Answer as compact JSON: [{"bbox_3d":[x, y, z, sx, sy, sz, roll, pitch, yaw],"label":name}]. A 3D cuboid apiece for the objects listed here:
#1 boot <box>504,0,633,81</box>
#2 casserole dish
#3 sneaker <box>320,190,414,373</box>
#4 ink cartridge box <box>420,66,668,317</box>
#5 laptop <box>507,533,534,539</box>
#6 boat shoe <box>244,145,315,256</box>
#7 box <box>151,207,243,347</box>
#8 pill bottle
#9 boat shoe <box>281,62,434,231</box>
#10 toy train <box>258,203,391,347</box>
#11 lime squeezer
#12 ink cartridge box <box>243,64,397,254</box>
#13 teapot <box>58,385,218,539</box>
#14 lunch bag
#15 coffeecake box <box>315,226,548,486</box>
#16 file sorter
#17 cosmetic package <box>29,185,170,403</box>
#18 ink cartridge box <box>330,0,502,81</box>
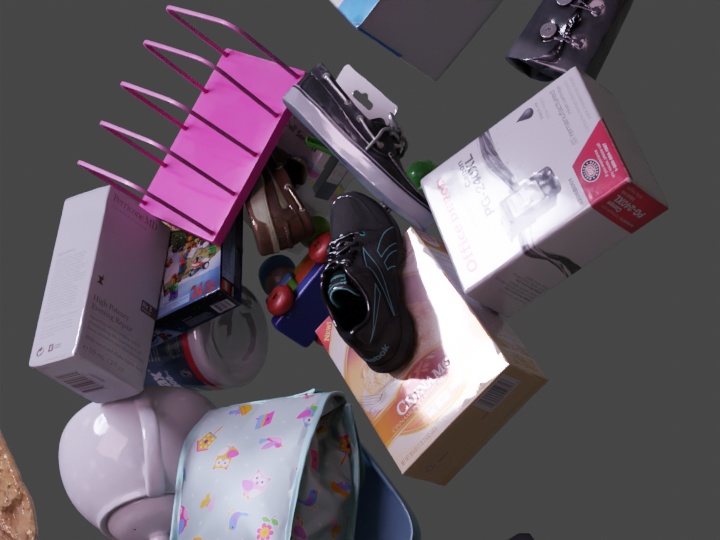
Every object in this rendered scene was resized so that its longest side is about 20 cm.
[{"bbox_3d":[0.202,-0.286,1.541,0.165,0.066,0.201,25,88,42],"label":"boot"},{"bbox_3d":[-0.009,0.245,1.545,0.121,0.039,0.200,-51,49,14],"label":"casserole dish"},{"bbox_3d":[0.000,0.000,1.504,0.075,0.079,0.201,-33,53,27],"label":"sneaker"},{"bbox_3d":[0.171,-0.072,1.481,0.200,0.083,0.146,-36,55,24],"label":"ink cartridge box"},{"bbox_3d":[0.121,0.375,1.408,0.177,0.103,0.201,55,136,39],"label":"laptop"},{"bbox_3d":[-0.092,-0.098,1.643,0.074,0.075,0.203,-15,52,-4],"label":"boat shoe"},{"bbox_3d":[-0.213,0.010,1.651,0.199,0.038,0.137,-25,48,27],"label":"box"},{"bbox_3d":[-0.212,0.080,1.721,0.199,0.119,0.120,-9,68,38],"label":"pill bottle"},{"bbox_3d":[0.012,-0.127,1.555,0.068,0.074,0.199,-44,77,-3],"label":"boat shoe"},{"bbox_3d":[-0.028,-0.026,1.645,0.200,0.085,0.116,-51,32,7],"label":"toy train"},{"bbox_3d":[0.045,-0.112,1.619,0.199,0.071,0.038,6,44,11],"label":"lime squeezer"},{"bbox_3d":[-0.061,-0.134,1.708,0.200,0.067,0.117,-55,48,10],"label":"ink cartridge box"},{"bbox_3d":[-0.221,0.223,1.626,0.197,0.200,0.147,-33,52,25],"label":"teapot"},{"bbox_3d":[-0.090,0.219,1.512,0.170,0.122,0.201,-12,59,35],"label":"lunch bag"},{"bbox_3d":[0.066,0.083,1.519,0.154,0.073,0.200,-48,50,17],"label":"coffeecake box"},{"bbox_3d":[-0.177,-0.155,1.589,0.139,0.125,0.201,23,82,45],"label":"file sorter"},{"bbox_3d":[-0.264,0.024,1.583,0.074,0.102,0.201,-15,55,33],"label":"cosmetic package"},{"bbox_3d":[0.035,-0.334,1.649,0.145,0.147,0.200,-50,50,14],"label":"ink cartridge box"}]
